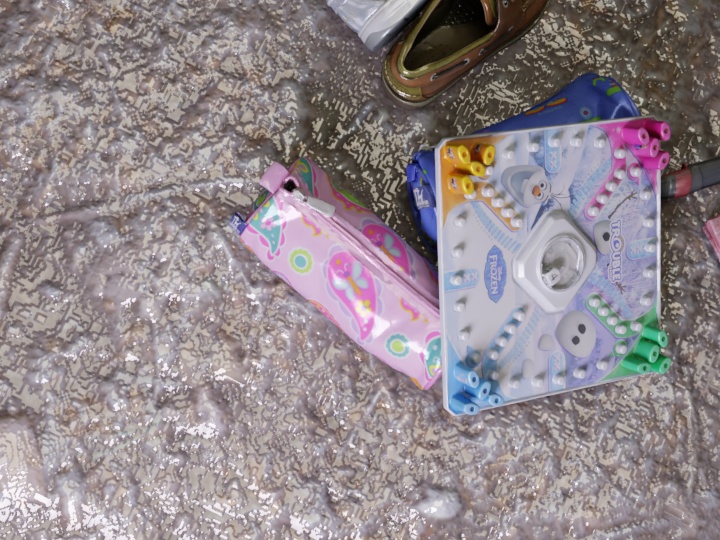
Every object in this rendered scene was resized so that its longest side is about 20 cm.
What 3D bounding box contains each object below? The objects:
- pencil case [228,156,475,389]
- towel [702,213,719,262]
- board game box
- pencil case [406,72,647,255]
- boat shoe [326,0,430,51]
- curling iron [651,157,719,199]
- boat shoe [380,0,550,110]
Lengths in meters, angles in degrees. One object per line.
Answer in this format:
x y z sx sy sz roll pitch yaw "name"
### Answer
0.000 0.000 1.022 0.199 0.087 0.088 41 80 2 "pencil case"
0.375 0.025 1.079 0.142 0.023 0.202 -22 84 -10 "towel"
0.149 -0.005 0.996 0.197 0.026 0.203 -9 103 -26 "board game box"
0.126 -0.086 1.048 0.198 0.078 0.088 -25 106 -9 "pencil case"
0.059 -0.267 1.080 0.065 0.074 0.202 43 87 -1 "boat shoe"
0.253 -0.069 1.077 0.198 0.050 0.026 -21 83 -13 "curling iron"
0.099 -0.208 1.073 0.072 0.068 0.200 41 79 4 "boat shoe"
